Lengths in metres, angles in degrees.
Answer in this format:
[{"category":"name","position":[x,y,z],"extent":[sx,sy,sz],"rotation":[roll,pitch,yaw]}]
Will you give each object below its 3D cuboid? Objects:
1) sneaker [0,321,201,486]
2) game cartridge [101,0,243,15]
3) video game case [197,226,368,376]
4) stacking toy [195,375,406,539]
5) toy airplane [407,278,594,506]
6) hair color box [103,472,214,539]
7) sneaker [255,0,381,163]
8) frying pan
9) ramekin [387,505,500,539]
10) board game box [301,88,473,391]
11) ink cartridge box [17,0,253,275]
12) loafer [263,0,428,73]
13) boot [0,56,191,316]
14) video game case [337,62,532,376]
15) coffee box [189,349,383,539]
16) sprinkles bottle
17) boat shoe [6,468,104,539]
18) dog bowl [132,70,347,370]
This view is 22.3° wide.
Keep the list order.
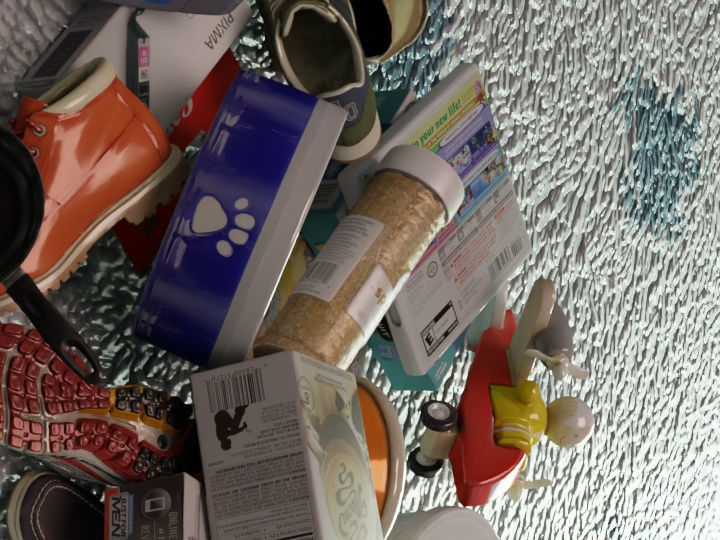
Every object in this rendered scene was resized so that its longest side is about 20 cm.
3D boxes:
[{"category":"sneaker","position":[-0.200,0.097,1.174],"extent":[0.200,0.082,0.078],"rotation":[31,59,-32]},{"category":"game cartridge","position":[-0.145,-0.216,1.169],"extent":[0.200,0.133,0.040],"rotation":[9,69,-29]},{"category":"video game case","position":[-0.049,0.031,1.432],"extent":[0.182,0.023,0.200],"rotation":[31,65,-50]},{"category":"stacking toy","position":[-0.080,0.138,1.309],"extent":[0.200,0.146,0.146],"rotation":[11,80,-32]},{"category":"toy airplane","position":[0.135,0.107,1.572],"extent":[0.200,0.141,0.199],"rotation":[33,76,-83]},{"category":"hair color box","position":[-0.095,0.220,1.216],"extent":[0.200,0.064,0.111],"rotation":[47,35,-56]},{"category":"sneaker","position":[-0.036,-0.182,1.334],"extent":[0.090,0.067,0.200],"rotation":[70,-1,-67]},{"category":"frying pan","position":[-0.210,-0.021,1.087],"extent":[0.115,0.190,0.031],"rotation":[-63,173,-8]},{"category":"ramekin","position":[0.036,0.289,1.489],"extent":[0.202,0.094,0.202],"rotation":[1,89,-56]},{"category":"board game box","position":[0.035,-0.024,1.495],"extent":[0.200,0.047,0.151],"rotation":[60,45,-35]},{"category":"ink cartridge box","position":[-0.136,-0.124,1.293],"extent":[0.200,0.044,0.174],"rotation":[-59,133,-37]},{"category":"loafer","position":[0.003,-0.197,1.469],"extent":[0.200,0.067,0.076],"rotation":[-31,115,-51]},{"category":"boot","position":[-0.207,-0.049,1.148],"extent":[0.200,0.075,0.107],"rotation":[-44,121,-28]},{"category":"video game case","position":[0.065,-0.044,1.478],"extent":[0.200,0.022,0.182],"rotation":[-45,125,-44]},{"category":"coffee box","position":[-0.041,0.163,1.191],"extent":[0.113,0.080,0.200],"rotation":[27,50,-66]},{"category":"sprinkles bottle","position":[0.000,0.000,1.328],"extent":[0.200,0.068,0.068],"rotation":[-55,133,-26]},{"category":"boat shoe","position":[-0.162,0.202,1.232],"extent":[0.200,0.065,0.072],"rotation":[58,46,-37]},{"category":"dog bowl","position":[-0.082,-0.032,1.242],"extent":[0.200,0.079,0.200],"rotation":[-157,-90,-87]}]
